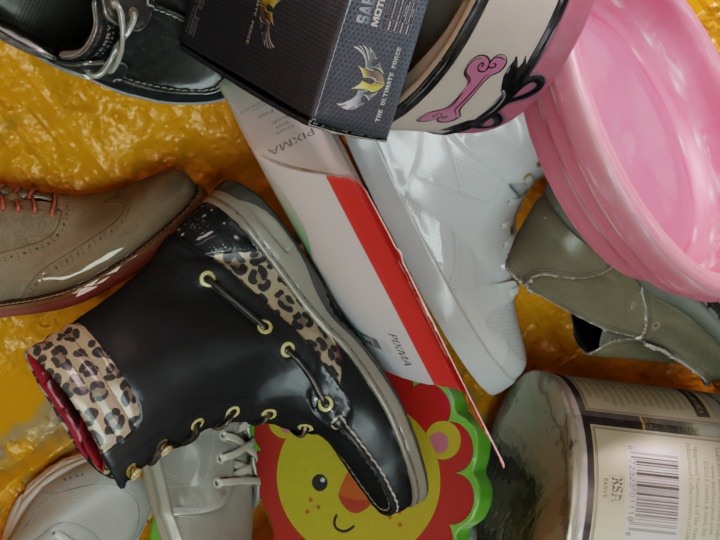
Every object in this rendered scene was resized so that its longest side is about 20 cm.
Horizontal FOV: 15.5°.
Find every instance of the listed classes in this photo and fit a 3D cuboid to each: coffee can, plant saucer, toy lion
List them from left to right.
[{"bbox_3d":[-0.024,0.139,1.496,0.198,0.069,0.193,0,88,18],"label":"toy lion"},{"bbox_3d":[0.143,-0.074,1.381,0.051,0.201,0.201,-23,119,30],"label":"plant saucer"},{"bbox_3d":[0.183,0.139,1.494,0.198,0.147,0.147,8,114,-17],"label":"coffee can"}]

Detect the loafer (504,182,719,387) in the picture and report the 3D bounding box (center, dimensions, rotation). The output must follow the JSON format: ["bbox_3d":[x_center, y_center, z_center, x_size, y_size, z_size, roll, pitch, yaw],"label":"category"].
[{"bbox_3d":[0.145,0.013,1.462,0.070,0.075,0.200,-40,133,14],"label":"loafer"}]

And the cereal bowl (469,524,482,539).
[{"bbox_3d":[0.052,0.240,1.570,0.198,0.083,0.202,-3,115,-7],"label":"cereal bowl"}]

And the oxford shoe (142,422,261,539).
[{"bbox_3d":[-0.083,0.102,1.449,0.057,0.075,0.201,-18,81,18],"label":"oxford shoe"}]

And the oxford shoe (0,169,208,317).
[{"bbox_3d":[-0.180,-0.018,1.424,0.199,0.071,0.075,-23,109,1],"label":"oxford shoe"}]

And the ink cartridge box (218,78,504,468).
[{"bbox_3d":[0.000,0.000,1.367,0.050,0.200,0.161,-26,129,2],"label":"ink cartridge box"}]

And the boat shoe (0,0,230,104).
[{"bbox_3d":[-0.144,-0.127,1.373,0.199,0.071,0.072,18,110,-19],"label":"boat shoe"}]

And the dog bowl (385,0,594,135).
[{"bbox_3d":[0.051,-0.158,1.325,0.073,0.200,0.201,17,112,-28],"label":"dog bowl"}]

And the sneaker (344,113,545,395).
[{"bbox_3d":[0.077,-0.031,1.451,0.115,0.074,0.201,-25,117,5],"label":"sneaker"}]

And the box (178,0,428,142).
[{"bbox_3d":[-0.013,-0.181,1.298,0.051,0.158,0.201,9,104,-32],"label":"box"}]

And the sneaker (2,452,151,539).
[{"bbox_3d":[-0.190,0.190,1.506,0.076,0.092,0.200,40,104,-23],"label":"sneaker"}]

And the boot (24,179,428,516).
[{"bbox_3d":[-0.069,0.075,1.397,0.153,0.073,0.204,-37,104,-20],"label":"boot"}]
